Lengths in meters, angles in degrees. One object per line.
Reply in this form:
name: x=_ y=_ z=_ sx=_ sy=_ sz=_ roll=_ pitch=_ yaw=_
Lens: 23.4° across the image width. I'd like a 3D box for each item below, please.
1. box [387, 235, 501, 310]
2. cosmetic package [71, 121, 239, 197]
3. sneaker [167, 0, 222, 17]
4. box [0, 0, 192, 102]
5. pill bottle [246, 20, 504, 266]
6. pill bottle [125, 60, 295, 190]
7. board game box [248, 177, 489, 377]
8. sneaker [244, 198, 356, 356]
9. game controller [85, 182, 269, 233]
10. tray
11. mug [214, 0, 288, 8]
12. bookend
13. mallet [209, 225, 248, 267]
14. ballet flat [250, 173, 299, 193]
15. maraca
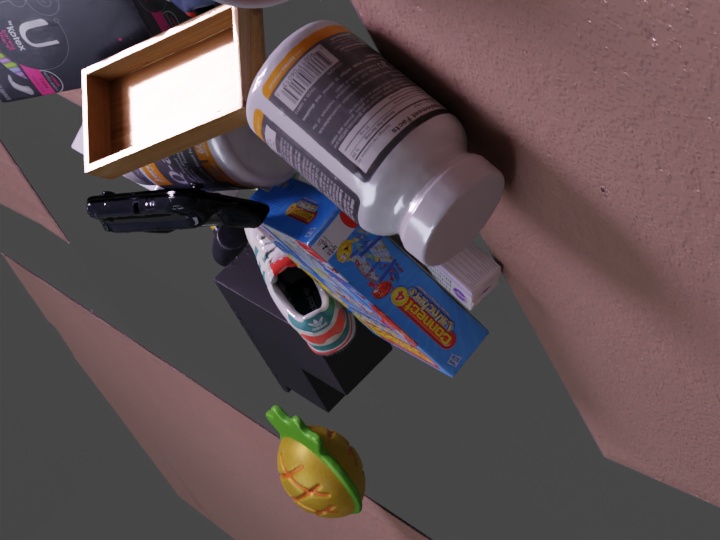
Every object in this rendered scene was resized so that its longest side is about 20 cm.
box: x=0.041 y=-0.047 z=1.566 sx=0.200 sy=0.041 sz=0.039 roll=42 pitch=163 yaw=17
cosmetic package: x=-0.224 y=-0.124 z=1.925 sx=0.101 sy=0.074 sz=0.200 roll=27 pitch=-179 yaw=-42
sneaker: x=-0.127 y=-0.268 z=1.459 sx=0.084 sy=0.075 sz=0.200 roll=38 pitch=167 yaw=8
box: x=-0.265 y=-0.246 z=1.617 sx=0.199 sy=0.106 sz=0.122 roll=-8 pitch=131 yaw=28
pill bottle: x=0.012 y=-0.101 z=1.393 sx=0.200 sy=0.116 sz=0.117 roll=42 pitch=161 yaw=20
pill bottle: x=-0.145 y=-0.131 z=1.621 sx=0.200 sy=0.116 sz=0.117 roll=-1 pitch=130 yaw=50
board game box: x=0.000 y=0.000 z=1.635 sx=0.196 sy=0.056 sz=0.200 roll=43 pitch=173 yaw=-23
sneaker: x=-0.070 y=-0.011 z=1.777 sx=0.200 sy=0.070 sz=0.093 roll=63 pitch=-177 yaw=27
game controller: x=-0.171 y=-0.057 z=1.609 sx=0.200 sy=0.104 sz=0.042 roll=0 pitch=91 yaw=54
tray: x=-0.163 y=-0.155 z=1.514 sx=0.199 sy=0.099 sz=0.037 roll=-17 pitch=160 yaw=37
mug: x=-0.093 y=-0.287 z=1.277 sx=0.149 sy=0.187 sz=0.153 roll=19 pitch=-178 yaw=-21
bookend: x=-0.036 y=0.077 z=1.927 sx=0.200 sy=0.092 sz=0.199 roll=27 pitch=155 yaw=45
mallet: x=-0.205 y=-0.086 z=2.081 sx=0.200 sy=0.041 sz=0.066 roll=47 pitch=160 yaw=17
ballet flat: x=-0.133 y=-0.148 z=1.741 sx=0.200 sy=0.071 sz=0.071 roll=42 pitch=162 yaw=21
maraca: x=-0.061 y=0.256 z=2.339 sx=0.137 sy=0.107 sz=0.200 roll=18 pitch=146 yaw=45
